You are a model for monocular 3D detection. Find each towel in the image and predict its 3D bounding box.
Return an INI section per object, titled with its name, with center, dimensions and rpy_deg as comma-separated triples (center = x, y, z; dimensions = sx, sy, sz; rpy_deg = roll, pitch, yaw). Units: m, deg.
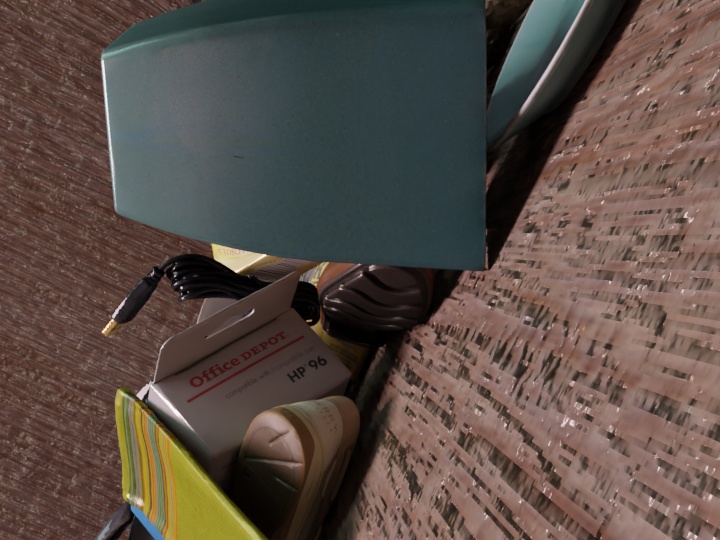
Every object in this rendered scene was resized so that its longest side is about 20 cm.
[towel]
center = -0.099, 0.147, 0.803
dimensions = 0.200, 0.018, 0.086
rpy_deg = 34, 135, 51

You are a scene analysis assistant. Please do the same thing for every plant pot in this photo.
[plant pot]
center = -0.033, -0.088, 0.751
dimensions = 0.141, 0.199, 0.142
rpy_deg = -81, -9, -70

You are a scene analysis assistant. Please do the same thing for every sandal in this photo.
[sandal]
center = -0.187, 0.209, 1.106
dimensions = 0.076, 0.043, 0.200
rpy_deg = 129, 166, -70

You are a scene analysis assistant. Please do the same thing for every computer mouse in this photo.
[computer mouse]
center = -0.125, 0.073, 0.949
dimensions = 0.200, 0.140, 0.046
rpy_deg = -47, 43, 28

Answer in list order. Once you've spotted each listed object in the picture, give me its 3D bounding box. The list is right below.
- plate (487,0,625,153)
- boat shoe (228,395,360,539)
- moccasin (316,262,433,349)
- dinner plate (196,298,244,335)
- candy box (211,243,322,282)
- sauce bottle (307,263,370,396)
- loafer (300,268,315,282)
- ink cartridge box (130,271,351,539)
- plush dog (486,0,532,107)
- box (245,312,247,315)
[plate]
center = 0.120, -0.150, 0.736
dimensions = 0.200, 0.026, 0.201
rpy_deg = -155, 90, -86
[boat shoe]
center = -0.054, 0.158, 0.857
dimensions = 0.065, 0.072, 0.200
rpy_deg = -17, -39, -44
[moccasin]
center = 0.015, 0.000, 0.871
dimensions = 0.201, 0.073, 0.078
rpy_deg = 91, -165, -79
[dinner plate]
center = -0.097, 0.091, 1.278
dimensions = 0.200, 0.024, 0.201
rpy_deg = -2, -90, -66
[candy box]
center = -0.021, -0.077, 0.921
dimensions = 0.200, 0.055, 0.116
rpy_deg = -27, 66, 33
[sauce bottle]
center = 0.000, 0.000, 1.022
dimensions = 0.200, 0.065, 0.065
rpy_deg = -66, 5, -12
[loafer]
center = -0.009, -0.032, 1.102
dimensions = 0.200, 0.072, 0.073
rpy_deg = -60, -40, -17
[ink cartridge box]
center = -0.079, 0.103, 0.896
dimensions = 0.116, 0.068, 0.200
rpy_deg = -30, -26, -32
[plush dog]
center = 0.031, -0.159, 1.034
dimensions = 0.172, 0.199, 0.161
rpy_deg = -43, -48, -84
[box]
center = -0.059, -0.027, 1.174
dimensions = 0.200, 0.038, 0.137
rpy_deg = -74, -7, -60
